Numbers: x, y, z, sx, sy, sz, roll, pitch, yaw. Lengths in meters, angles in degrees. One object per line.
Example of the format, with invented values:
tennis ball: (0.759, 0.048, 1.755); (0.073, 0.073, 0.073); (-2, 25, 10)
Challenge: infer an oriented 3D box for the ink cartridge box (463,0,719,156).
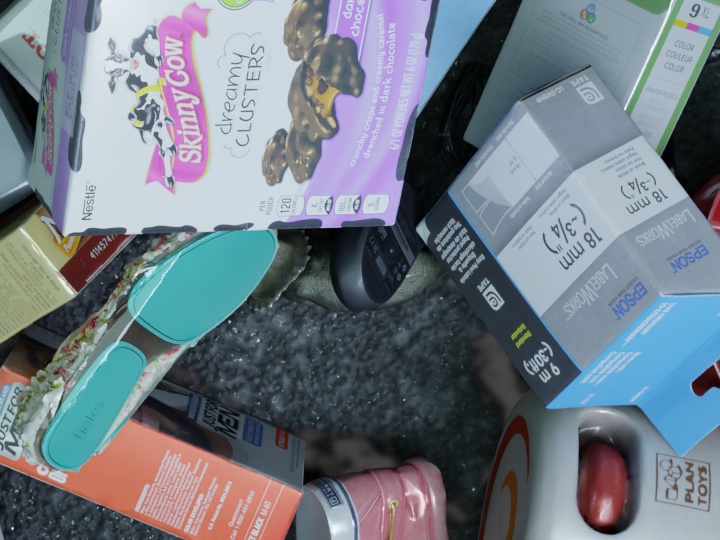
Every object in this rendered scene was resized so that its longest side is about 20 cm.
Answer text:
ink cartridge box: (0.150, -0.143, 1.245); (0.059, 0.104, 0.201); (6, 112, -47)

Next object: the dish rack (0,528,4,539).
dish rack: (-0.284, 0.178, 1.345); (0.171, 0.043, 0.201); (-3, 107, 35)

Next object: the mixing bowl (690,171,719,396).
mixing bowl: (0.249, 0.017, 1.279); (0.199, 0.108, 0.201); (3, 84, -31)

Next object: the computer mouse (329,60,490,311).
computer mouse: (0.029, -0.054, 1.263); (0.034, 0.200, 0.059); (4, 135, 33)

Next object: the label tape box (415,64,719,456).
label tape box: (0.136, 0.008, 1.180); (0.063, 0.144, 0.200); (-28, 75, -35)

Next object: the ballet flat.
ballet flat: (-0.134, 0.030, 1.228); (0.200, 0.064, 0.076); (-46, 129, -2)

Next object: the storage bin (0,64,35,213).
storage bin: (-0.265, -0.074, 1.243); (0.134, 0.200, 0.146); (-29, 102, -4)

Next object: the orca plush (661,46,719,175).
orca plush: (0.175, -0.047, 1.301); (0.105, 0.071, 0.201); (26, 103, -6)

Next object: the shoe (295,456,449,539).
shoe: (0.007, 0.211, 1.366); (0.091, 0.071, 0.201); (-13, 126, -25)

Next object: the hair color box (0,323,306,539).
hair color box: (-0.136, 0.109, 1.321); (0.199, 0.111, 0.064); (22, 102, -6)

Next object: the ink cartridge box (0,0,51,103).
ink cartridge box: (-0.107, -0.157, 1.269); (0.200, 0.085, 0.146); (-41, 100, 11)

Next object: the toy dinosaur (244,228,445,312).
toy dinosaur: (0.000, 0.000, 1.298); (0.199, 0.102, 0.077); (6, 104, -1)

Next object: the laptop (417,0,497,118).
laptop: (-0.035, -0.154, 1.171); (0.116, 0.200, 0.188); (39, 103, 24)

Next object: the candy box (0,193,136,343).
candy box: (-0.218, 0.005, 1.253); (0.200, 0.115, 0.055); (-30, 103, 37)

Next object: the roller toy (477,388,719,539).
roller toy: (0.154, 0.168, 1.294); (0.139, 0.200, 0.183); (11, 100, -5)

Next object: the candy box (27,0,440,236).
candy box: (-0.068, -0.109, 1.130); (0.199, 0.072, 0.168); (-3, 120, -26)
